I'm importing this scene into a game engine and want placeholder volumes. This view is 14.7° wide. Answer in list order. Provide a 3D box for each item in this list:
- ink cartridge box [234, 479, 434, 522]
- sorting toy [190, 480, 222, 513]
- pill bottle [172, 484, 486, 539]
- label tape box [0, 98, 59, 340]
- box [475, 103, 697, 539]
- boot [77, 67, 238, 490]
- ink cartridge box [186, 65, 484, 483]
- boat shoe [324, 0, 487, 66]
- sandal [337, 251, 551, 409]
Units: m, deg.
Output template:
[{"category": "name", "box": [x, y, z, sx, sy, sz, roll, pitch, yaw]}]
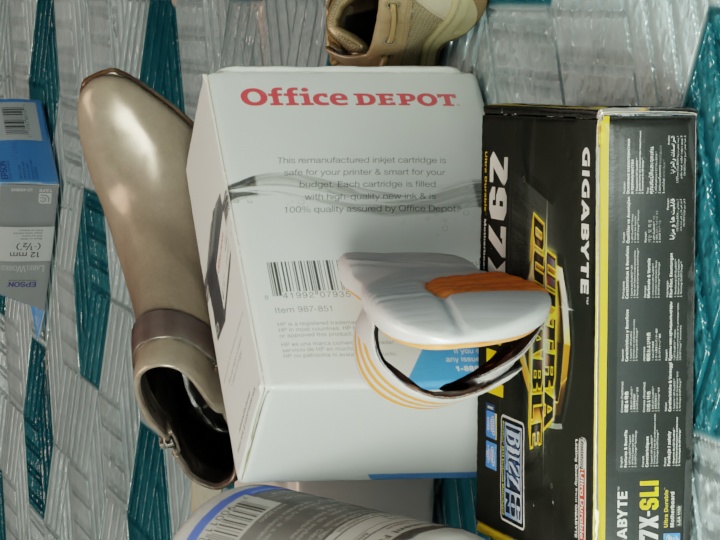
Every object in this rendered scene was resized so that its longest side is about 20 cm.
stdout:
[{"category": "ink cartridge box", "box": [-0.013, 0.066, 1.542, 0.147, 0.083, 0.200, -148, 59, -71]}, {"category": "sorting toy", "box": [-0.065, 0.021, 1.702, 0.200, 0.069, 0.199, -95, 7, -73]}, {"category": "pill bottle", "box": [0.007, 0.167, 1.270, 0.200, 0.114, 0.114, 9, 100, 48]}, {"category": "label tape box", "box": [-0.348, -0.050, 2.780, 0.143, 0.066, 0.200, -109, 26, -49]}, {"category": "box", "box": [0.096, 0.027, 1.216, 0.160, 0.049, 0.200, -162, 72, -76]}, {"category": "boot", "box": [-0.098, 0.010, 1.448, 0.200, 0.070, 0.146, 57, -158, -29]}, {"category": "ink cartridge box", "box": [0.000, 0.000, 1.377, 0.084, 0.145, 0.200, 107, 157, -50]}, {"category": "boat shoe", "box": [0.011, -0.136, 1.483, 0.200, 0.064, 0.071, 130, 137, -67]}, {"category": "sandal", "box": [0.034, 0.030, 1.225, 0.207, 0.079, 0.059, -138, 47, -80]}]
